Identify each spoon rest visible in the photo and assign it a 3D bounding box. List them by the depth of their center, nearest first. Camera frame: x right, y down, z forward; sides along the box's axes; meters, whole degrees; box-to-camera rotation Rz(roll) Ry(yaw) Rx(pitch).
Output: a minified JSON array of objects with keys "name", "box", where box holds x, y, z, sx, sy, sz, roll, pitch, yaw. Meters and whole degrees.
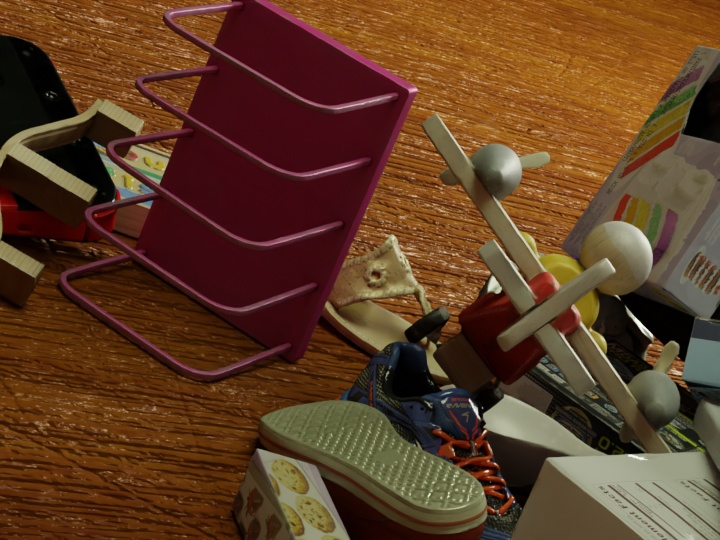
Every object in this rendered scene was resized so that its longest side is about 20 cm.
[{"name":"spoon rest","box":[0.121,0.124,1.340,0.099,0.061,0.200,9,25,-40]}]

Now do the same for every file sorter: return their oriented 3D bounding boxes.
[{"name":"file sorter","box":[-0.084,-0.052,1.337,0.138,0.201,0.125,31,22,19]}]

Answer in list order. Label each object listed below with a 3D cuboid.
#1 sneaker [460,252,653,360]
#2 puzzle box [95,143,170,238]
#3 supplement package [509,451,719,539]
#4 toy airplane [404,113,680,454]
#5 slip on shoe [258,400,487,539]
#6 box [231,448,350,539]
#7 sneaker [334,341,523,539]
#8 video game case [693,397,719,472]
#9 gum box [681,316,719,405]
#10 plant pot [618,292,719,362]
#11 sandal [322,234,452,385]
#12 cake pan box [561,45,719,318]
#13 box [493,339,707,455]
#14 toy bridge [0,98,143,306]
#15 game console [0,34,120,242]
[{"name":"sneaker","box":[0.157,0.039,1.606,0.092,0.076,0.199,41,25,29]},{"name":"puzzle box","box":[-0.200,-0.074,1.518,0.198,0.026,0.133,20,19,-17]},{"name":"supplement package","box":[0.175,0.176,1.183,0.199,0.115,0.109,3,27,-48]},{"name":"toy airplane","box":[0.118,0.014,1.267,0.141,0.201,0.199,-34,42,-16]},{"name":"slip on shoe","box":[0.002,0.122,1.203,0.074,0.062,0.200,-12,23,-31]},{"name":"box","box":[-0.022,0.160,1.088,0.041,0.039,0.200,17,20,-22]},{"name":"sneaker","box":[0.047,0.110,1.251,0.075,0.079,0.200,7,25,-41]},{"name":"video game case","box":[0.288,0.127,1.192,0.181,0.023,0.200,16,11,-3]},{"name":"gum box","box":[0.303,0.092,1.332,0.168,0.045,0.200,10,-17,22]},{"name":"plant pot","box":[0.325,0.033,1.548,0.200,0.200,0.178,42,14,-11]},{"name":"sandal","box":[-0.002,0.001,1.499,0.211,0.070,0.078,30,19,13]},{"name":"cake pan box","box":[0.251,-0.070,1.551,0.052,0.201,0.184,36,-1,-22]},{"name":"box","box":[0.206,0.122,1.482,0.199,0.045,0.160,36,20,27]},{"name":"toy bridge","box":[-0.202,-0.056,1.361,0.067,0.027,0.201,29,37,-4]},{"name":"game console","box":[-0.262,-0.094,1.422,0.176,0.031,0.201,1,41,-34]}]
